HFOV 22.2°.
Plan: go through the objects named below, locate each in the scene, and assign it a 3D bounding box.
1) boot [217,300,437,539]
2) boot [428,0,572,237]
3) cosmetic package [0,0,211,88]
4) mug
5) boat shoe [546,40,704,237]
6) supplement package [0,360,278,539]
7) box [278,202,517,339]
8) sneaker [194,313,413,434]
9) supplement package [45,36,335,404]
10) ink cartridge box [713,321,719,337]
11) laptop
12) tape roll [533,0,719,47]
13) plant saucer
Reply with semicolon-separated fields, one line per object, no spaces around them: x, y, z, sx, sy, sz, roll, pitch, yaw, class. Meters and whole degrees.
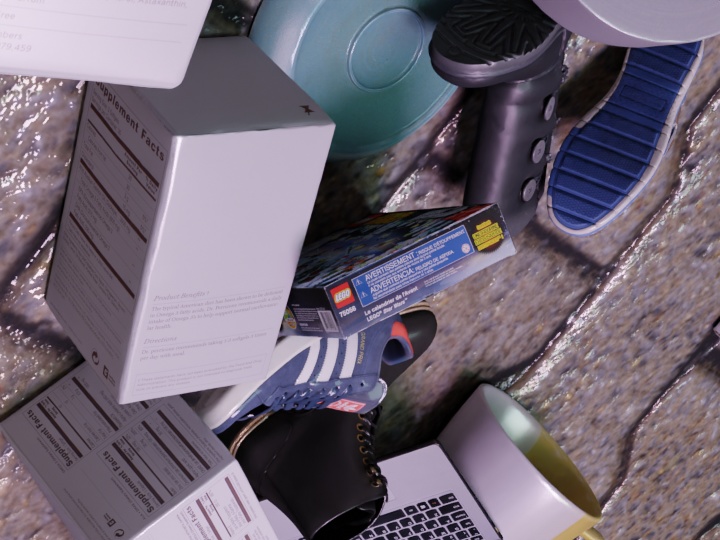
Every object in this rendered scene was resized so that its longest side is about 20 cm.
0.007;0.121;1.397;0.200;0.138;0.078;-40;141;-8;boot
0.094;-0.103;1.309;0.165;0.066;0.201;-34;149;-40;boot
-0.163;-0.222;0.932;0.166;0.167;0.201;1;123;-40;cosmetic package
0.111;0.215;1.552;0.153;0.187;0.149;-43;178;11;mug
0.208;-0.101;1.405;0.200;0.072;0.072;-56;160;-15;boat shoe
-0.142;0.176;1.300;0.111;0.156;0.200;-36;140;-14;supplement package
0.000;0.000;1.256;0.136;0.200;0.040;-26;100;-23;box
-0.032;0.078;1.320;0.200;0.085;0.075;-35;-173;-38;sneaker
-0.113;-0.034;1.176;0.116;0.117;0.201;-7;128;-35;supplement package
0.454;0.025;1.780;0.200;0.047;0.197;-48;140;7;ink cartridge box
0.019;0.262;1.454;0.186;0.116;0.200;-20;127;17;laptop
0.192;-0.249;1.218;0.199;0.066;0.202;-1;93;-19;tape roll
0.012;-0.155;1.254;0.199;0.027;0.201;-24;136;-25;plant saucer
